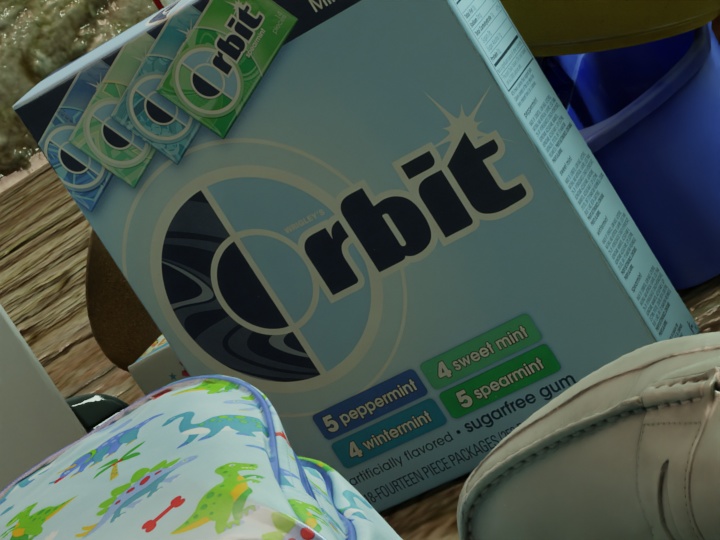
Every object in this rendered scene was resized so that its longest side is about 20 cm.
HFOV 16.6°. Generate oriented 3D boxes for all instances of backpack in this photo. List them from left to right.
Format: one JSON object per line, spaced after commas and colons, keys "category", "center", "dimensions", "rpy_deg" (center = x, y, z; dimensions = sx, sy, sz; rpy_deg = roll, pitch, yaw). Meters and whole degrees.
{"category": "backpack", "center": [-0.045, 0.112, 0.660], "dimensions": [0.163, 0.154, 0.200], "rpy_deg": [-38, -3, 8]}

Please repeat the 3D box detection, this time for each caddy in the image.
{"category": "caddy", "center": [0.091, -0.048, 1.007], "dimensions": [0.141, 0.105, 0.200], "rpy_deg": [-30, 11, 16]}

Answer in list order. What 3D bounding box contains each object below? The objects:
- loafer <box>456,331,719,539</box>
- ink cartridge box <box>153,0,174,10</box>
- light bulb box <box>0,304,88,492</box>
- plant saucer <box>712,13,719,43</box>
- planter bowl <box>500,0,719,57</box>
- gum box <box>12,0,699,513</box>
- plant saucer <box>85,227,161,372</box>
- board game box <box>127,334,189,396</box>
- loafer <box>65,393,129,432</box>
{"category": "loafer", "center": [0.103, 0.050, 0.645], "dimensions": [0.200, 0.070, 0.070], "rpy_deg": [-24, 5, 34]}
{"category": "ink cartridge box", "center": [-0.035, -0.125, 1.445], "dimensions": [0.175, 0.200, 0.084], "rpy_deg": [-38, 12, -33]}
{"category": "light bulb box", "center": [-0.194, 0.104, 0.898], "dimensions": [0.200, 0.199, 0.125], "rpy_deg": [-36, 9, -12]}
{"category": "plant saucer", "center": [0.200, -0.137, 1.099], "dimensions": [0.200, 0.032, 0.200], "rpy_deg": [-10, -9, -2]}
{"category": "planter bowl", "center": [0.090, -0.133, 0.964], "dimensions": [0.200, 0.084, 0.200], "rpy_deg": [-9, 14, 2]}
{"category": "gum box", "center": [-0.002, -0.018, 0.891], "dimensions": [0.170, 0.200, 0.045], "rpy_deg": [-26, 12, 27]}
{"category": "plant saucer", "center": [-0.063, -0.029, 1.283], "dimensions": [0.035, 0.201, 0.200], "rpy_deg": [26, 47, 27]}
{"category": "board game box", "center": [0.000, 0.000, 1.170], "dimensions": [0.147, 0.064, 0.200], "rpy_deg": [-27, 12, 31]}
{"category": "loafer", "center": [-0.186, 0.124, 1.132], "dimensions": [0.200, 0.073, 0.072], "rpy_deg": [-35, 7, -19]}
